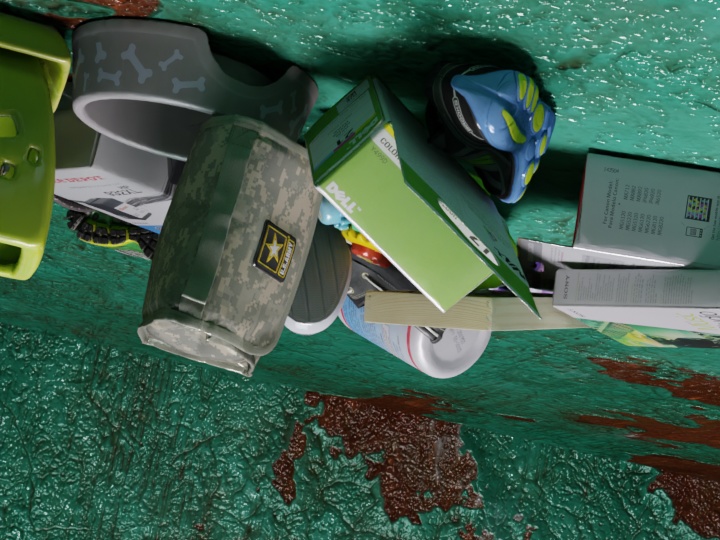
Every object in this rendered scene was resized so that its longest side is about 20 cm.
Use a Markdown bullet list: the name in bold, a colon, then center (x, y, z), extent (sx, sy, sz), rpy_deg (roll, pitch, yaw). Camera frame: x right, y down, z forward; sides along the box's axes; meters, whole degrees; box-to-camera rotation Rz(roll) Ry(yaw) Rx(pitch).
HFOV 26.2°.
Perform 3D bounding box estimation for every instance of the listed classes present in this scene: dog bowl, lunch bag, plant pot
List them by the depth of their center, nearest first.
- **lunch bag**: center (-0.100, -0.016, 1.190), extent (0.117, 0.165, 0.200), rpy_deg (17, 169, -2)
- **plant pot**: center (-0.331, -0.109, 1.217), extent (0.199, 0.182, 0.199), rpy_deg (14, 168, -13)
- **dog bowl**: center (-0.136, -0.134, 1.219), extent (0.199, 0.059, 0.200), rpy_deg (11, 168, 2)

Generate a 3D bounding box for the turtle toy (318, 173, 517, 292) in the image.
- **turtle toy**: center (0.045, -0.048, 1.286), extent (0.199, 0.101, 0.146), rpy_deg (20, 175, 31)

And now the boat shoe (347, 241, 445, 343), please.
- **boat shoe**: center (0.000, 0.000, 1.437), extent (0.199, 0.068, 0.072), rpy_deg (27, -172, 15)

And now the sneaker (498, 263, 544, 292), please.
- **sneaker**: center (0.150, 0.013, 1.649), extent (0.088, 0.081, 0.200), rpy_deg (28, 156, -37)

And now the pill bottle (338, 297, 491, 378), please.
- **pill bottle**: center (0.041, 0.031, 1.656), extent (0.109, 0.109, 0.200), rpy_deg (22, -176, -43)

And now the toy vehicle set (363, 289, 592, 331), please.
- **toy vehicle set**: center (0.111, 0.033, 1.314), extent (0.124, 0.027, 0.200), rpy_deg (3, -179, 37)

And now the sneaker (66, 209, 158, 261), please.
- **sneaker**: center (-0.229, -0.045, 1.763), extent (0.199, 0.078, 0.085), rpy_deg (18, 178, 15)

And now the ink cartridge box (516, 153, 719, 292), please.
- **ink cartridge box**: center (0.225, -0.029, 1.312), extent (0.175, 0.084, 0.200), rpy_deg (9, 169, 7)

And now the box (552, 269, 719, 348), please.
- **box**: center (0.277, 0.034, 1.264), extent (0.199, 0.037, 0.144), rpy_deg (2, 165, 38)

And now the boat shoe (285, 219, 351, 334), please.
- **boat shoe**: center (-0.046, -0.015, 1.360), extent (0.073, 0.201, 0.067), rpy_deg (5, 140, -5)

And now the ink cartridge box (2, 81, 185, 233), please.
- **ink cartridge box**: center (-0.198, -0.097, 1.399), extent (0.145, 0.084, 0.200), rpy_deg (1, 165, 45)

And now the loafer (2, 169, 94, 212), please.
- **loafer**: center (-0.324, -0.118, 1.498), extent (0.071, 0.073, 0.200), rpy_deg (16, 170, 43)

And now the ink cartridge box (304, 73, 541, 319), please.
- **ink cartridge box**: center (0.040, -0.036, 1.101), extent (0.148, 0.076, 0.200), rpy_deg (44, -165, -23)

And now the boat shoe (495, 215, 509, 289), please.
- **boat shoe**: center (0.115, -0.014, 1.435), extent (0.069, 0.072, 0.200), rpy_deg (52, -175, 9)

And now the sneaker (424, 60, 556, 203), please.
- **sneaker**: center (0.092, -0.107, 1.127), extent (0.082, 0.071, 0.200), rpy_deg (24, 173, 18)
